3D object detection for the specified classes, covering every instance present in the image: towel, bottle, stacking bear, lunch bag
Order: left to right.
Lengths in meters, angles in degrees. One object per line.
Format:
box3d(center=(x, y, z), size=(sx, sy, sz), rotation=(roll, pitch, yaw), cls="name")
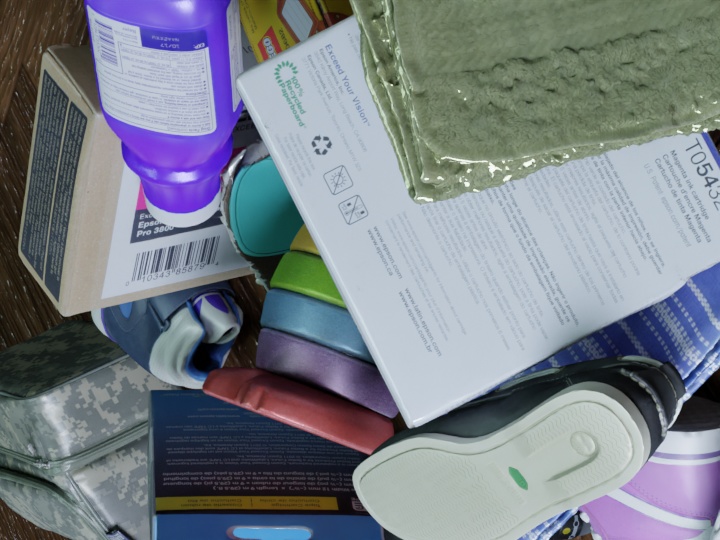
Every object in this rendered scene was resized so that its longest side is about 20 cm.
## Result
box3d(center=(-0.220, 0.144, 1.583), size=(0.199, 0.139, 0.169), rotation=(4, 118, 56), cls="lunch bag")
box3d(center=(-0.107, -0.106, 1.111), size=(0.083, 0.066, 0.201), rotation=(13, 143, 11), cls="bottle")
box3d(center=(0.000, 0.000, 1.168), size=(0.201, 0.113, 0.121), rotation=(-70, 19, -5), cls="stacking bear")
box3d(center=(0.095, -0.122, 0.941), size=(0.036, 0.198, 0.150), rotation=(135, 120, -81), cls="towel")
box3d(center=(0.111, 0.037, 1.035), size=(0.200, 0.024, 0.145), rotation=(-50, 49, 18), cls="towel")

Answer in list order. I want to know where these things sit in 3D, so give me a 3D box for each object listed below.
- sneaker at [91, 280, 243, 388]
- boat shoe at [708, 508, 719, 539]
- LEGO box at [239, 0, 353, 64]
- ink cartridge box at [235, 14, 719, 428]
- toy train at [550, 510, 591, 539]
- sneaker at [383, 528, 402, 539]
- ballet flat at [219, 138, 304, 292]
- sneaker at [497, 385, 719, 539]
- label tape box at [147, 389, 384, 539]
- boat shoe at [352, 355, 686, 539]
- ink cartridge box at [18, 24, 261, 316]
box3d(center=(-0.129, -0.012, 1.444), size=(0.146, 0.080, 0.202), rotation=(28, 119, 38), cls="sneaker")
box3d(center=(0.193, 0.166, 0.980), size=(0.073, 0.065, 0.202), rotation=(13, 116, 21), cls="boat shoe")
box3d(center=(-0.005, -0.198, 1.103), size=(0.077, 0.148, 0.201), rotation=(-43, 65, 54), cls="LEGO box")
box3d(center=(0.068, -0.053, 0.984), size=(0.197, 0.199, 0.043), rotation=(63, 178, 6), cls="ink cartridge box")
box3d(center=(0.071, 0.093, 1.184), size=(0.200, 0.046, 0.034), rotation=(47, 137, 39), cls="toy train")
box3d(center=(0.065, 0.177, 1.198), size=(0.200, 0.070, 0.100), rotation=(37, 135, 52), cls="sneaker")
box3d(center=(-0.047, -0.026, 1.258), size=(0.072, 0.071, 0.201), rotation=(48, 163, 38), cls="ballet flat")
box3d(center=(0.123, 0.113, 1.088), size=(0.200, 0.072, 0.115), rotation=(23, 123, 52), cls="sneaker")
box3d(center=(-0.064, 0.150, 1.256), size=(0.200, 0.142, 0.067), rotation=(-104, 17, -62), cls="label tape box")
box3d(center=(0.079, 0.093, 1.002), size=(0.199, 0.068, 0.072), rotation=(-25, 103, 42), cls="boat shoe")
box3d(center=(-0.111, -0.071, 1.268), size=(0.075, 0.199, 0.166), rotation=(49, 139, 36), cls="ink cartridge box")
